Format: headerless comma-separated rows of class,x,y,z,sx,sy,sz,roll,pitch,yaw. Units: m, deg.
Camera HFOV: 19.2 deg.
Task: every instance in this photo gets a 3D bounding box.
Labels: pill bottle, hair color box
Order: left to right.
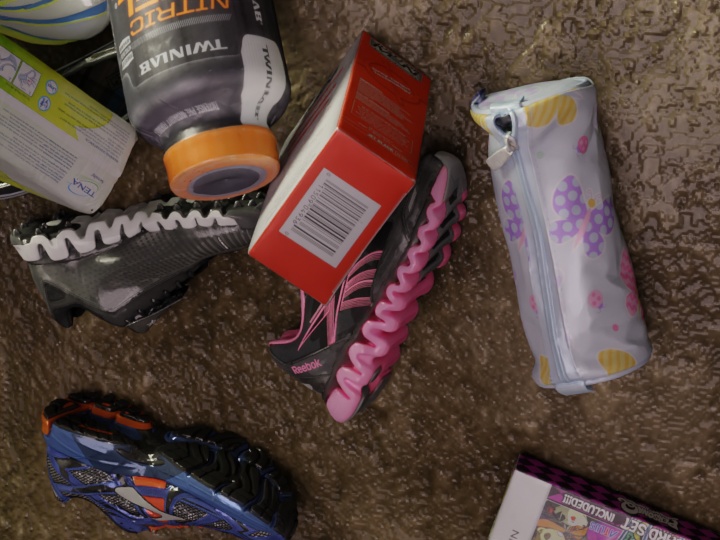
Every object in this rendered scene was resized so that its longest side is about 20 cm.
pill bottle,-0.103,-0.148,1.344,0.105,0.106,0.202,-18,72,18
hair color box,-0.010,-0.068,1.331,0.061,0.200,0.102,33,112,-10

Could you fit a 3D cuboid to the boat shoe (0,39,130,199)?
boat shoe,-0.200,-0.108,1.446,0.199,0.057,0.069,-30,97,20

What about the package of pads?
package of pads,-0.247,-0.110,1.339,0.154,0.199,0.069,35,82,-38

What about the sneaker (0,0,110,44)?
sneaker,-0.267,-0.192,1.413,0.198,0.105,0.076,16,109,10

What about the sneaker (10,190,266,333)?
sneaker,-0.140,-0.005,1.459,0.198,0.066,0.091,-9,106,20

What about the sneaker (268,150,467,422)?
sneaker,0.000,0.000,1.426,0.095,0.079,0.201,32,110,15

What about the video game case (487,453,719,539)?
video game case,0.170,0.244,1.466,0.198,0.036,0.183,22,111,7

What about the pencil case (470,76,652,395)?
pencil case,0.130,-0.025,1.371,0.082,0.091,0.202,-11,104,16

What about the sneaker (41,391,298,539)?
sneaker,-0.135,0.152,1.505,0.198,0.075,0.079,21,119,16
